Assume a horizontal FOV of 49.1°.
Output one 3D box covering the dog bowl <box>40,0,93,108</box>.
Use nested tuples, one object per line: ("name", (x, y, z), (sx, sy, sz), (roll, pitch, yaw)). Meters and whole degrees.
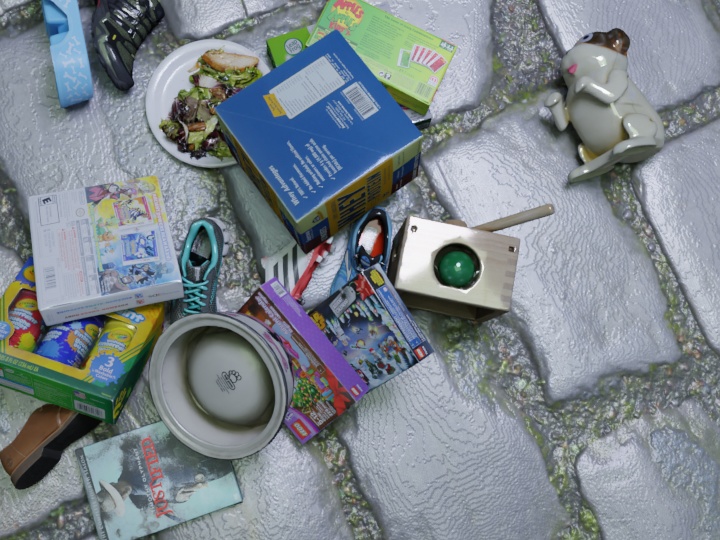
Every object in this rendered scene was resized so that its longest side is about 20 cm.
("dog bowl", (-0.427, -0.336, 1.140), (0.049, 0.111, 0.201), (-11, 82, -19))

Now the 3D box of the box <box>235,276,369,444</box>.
("box", (-0.098, 0.126, 1.083), (0.200, 0.137, 0.039), (49, 39, 4))

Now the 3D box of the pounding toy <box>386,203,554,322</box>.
("pounding toy", (0.141, -0.018, 1.085), (0.183, 0.200, 0.143), (11, 80, -3))

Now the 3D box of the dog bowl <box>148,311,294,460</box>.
("dog bowl", (-0.176, 0.144, 1.044), (0.199, 0.074, 0.201), (4, 103, 18))

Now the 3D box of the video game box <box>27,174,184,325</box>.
("video game box", (-0.349, -0.034, 1.077), (0.181, 0.047, 0.201), (-13, 56, -12))

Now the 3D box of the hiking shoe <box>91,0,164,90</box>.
("hiking shoe", (-0.341, -0.366, 1.164), (0.100, 0.076, 0.201), (-9, 81, -2))

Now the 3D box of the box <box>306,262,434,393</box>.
("box", (-0.009, 0.096, 1.067), (0.040, 0.200, 0.137), (-26, 81, -46))

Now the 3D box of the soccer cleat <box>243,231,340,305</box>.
("soccer cleat", (-0.096, -0.017, 1.136), (0.085, 0.069, 0.201), (26, 80, 8))

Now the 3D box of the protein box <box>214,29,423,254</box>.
("protein box", (-0.054, -0.172, 1.071), (0.200, 0.135, 0.199), (-35, 76, -9))

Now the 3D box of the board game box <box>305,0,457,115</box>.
("board game box", (0.029, -0.321, 1.159), (0.199, 0.048, 0.102), (26, 80, -1))

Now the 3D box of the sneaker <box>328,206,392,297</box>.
("sneaker", (0.000, 0.000, 1.127), (0.078, 0.090, 0.201), (10, 84, -3))

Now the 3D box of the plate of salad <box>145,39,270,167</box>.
("plate of salad", (-0.220, -0.252, 1.171), (0.199, 0.048, 0.201), (1, 82, -5))

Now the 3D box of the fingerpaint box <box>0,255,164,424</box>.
("fingerpaint box", (-0.388, 0.090, 1.057), (0.199, 0.073, 0.167), (20, 50, -1))

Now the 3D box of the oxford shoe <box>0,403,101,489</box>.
("oxford shoe", (-0.409, 0.201, 1.079), (0.200, 0.071, 0.071), (-43, 68, -15))

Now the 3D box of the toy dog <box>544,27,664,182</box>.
("toy dog", (0.372, -0.259, 1.175), (0.193, 0.140, 0.201), (-16, 83, -20))

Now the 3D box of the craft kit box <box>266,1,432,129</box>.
("craft kit box", (-0.017, -0.284, 1.195), (0.199, 0.049, 0.198), (-20, 81, -7))

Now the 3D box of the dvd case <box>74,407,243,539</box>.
("dvd case", (-0.279, 0.285, 1.097), (0.199, 0.022, 0.147), (-17, 83, -6))

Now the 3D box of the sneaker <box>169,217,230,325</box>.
("sneaker", (-0.232, 0.016, 1.106), (0.077, 0.091, 0.201), (4, 81, -3))
